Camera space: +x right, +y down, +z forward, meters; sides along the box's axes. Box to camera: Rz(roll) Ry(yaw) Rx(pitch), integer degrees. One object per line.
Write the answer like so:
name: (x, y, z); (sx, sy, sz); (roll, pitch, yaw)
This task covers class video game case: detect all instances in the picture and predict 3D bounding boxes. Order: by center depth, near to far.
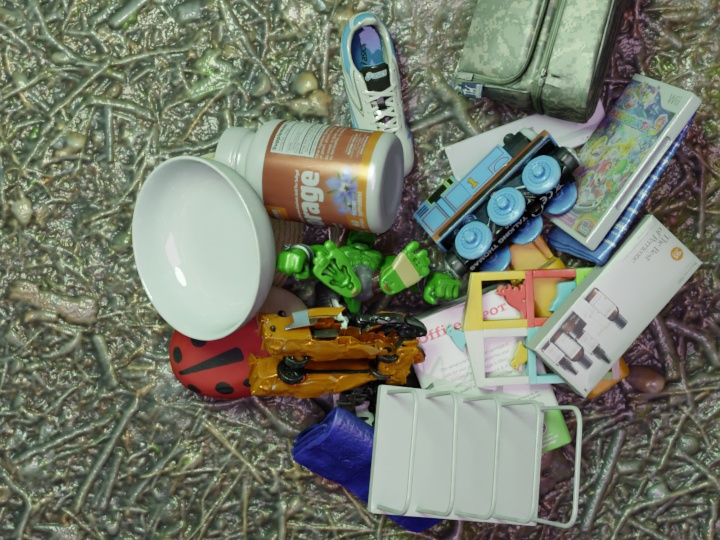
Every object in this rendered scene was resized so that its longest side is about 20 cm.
video game case: (0.293, -0.128, 1.253); (0.018, 0.143, 0.201); (32, 99, -21)

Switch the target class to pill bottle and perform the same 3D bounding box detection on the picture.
pill bottle: (-0.058, -0.108, 1.220); (0.198, 0.112, 0.114); (8, 94, 16)

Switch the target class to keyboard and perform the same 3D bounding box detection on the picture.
keyboard: (0.204, -0.158, 1.326); (0.198, 0.011, 0.057); (-20, 88, 1)

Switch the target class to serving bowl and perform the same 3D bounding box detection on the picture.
serving bowl: (-0.162, -0.028, 1.201); (0.199, 0.066, 0.203); (9, 105, 37)

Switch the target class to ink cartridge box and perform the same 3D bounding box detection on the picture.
ink cartridge box: (0.146, 0.132, 1.307); (0.144, 0.084, 0.202); (-21, 94, 1)

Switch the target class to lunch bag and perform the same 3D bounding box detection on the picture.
lunch bag: (0.209, -0.280, 1.260); (0.166, 0.139, 0.202); (17, 93, 15)

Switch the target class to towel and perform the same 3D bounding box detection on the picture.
towel: (0.298, -0.103, 1.262); (0.024, 0.145, 0.201); (31, 92, -16)
towel: (0.022, 0.240, 1.280); (0.199, 0.148, 0.050); (30, 60, -9)

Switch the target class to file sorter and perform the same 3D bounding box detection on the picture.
file sorter: (0.123, 0.202, 1.176); (0.198, 0.124, 0.140); (8, 80, -14)

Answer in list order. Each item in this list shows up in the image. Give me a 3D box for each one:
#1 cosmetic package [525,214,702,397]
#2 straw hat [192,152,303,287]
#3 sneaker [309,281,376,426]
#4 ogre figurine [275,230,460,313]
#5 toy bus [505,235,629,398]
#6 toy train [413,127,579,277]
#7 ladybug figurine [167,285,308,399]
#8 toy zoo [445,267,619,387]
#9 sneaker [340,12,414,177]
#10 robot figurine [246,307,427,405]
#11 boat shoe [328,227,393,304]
cosmetic package: (0.283, 0.039, 1.220); (0.082, 0.051, 0.200); (41, 89, -5)
straw hat: (-0.163, -0.041, 1.296); (0.199, 0.085, 0.204); (0, 94, 1)
sneaker: (-0.040, 0.114, 1.316); (0.090, 0.066, 0.202); (-14, 96, -1)
ogre figurine: (0.000, 0.000, 1.232); (0.198, 0.120, 0.099); (-12, 97, -11)
toy bus: (0.238, 0.050, 1.304); (0.065, 0.078, 0.201); (-32, 93, 2)
toy train: (0.161, -0.083, 1.272); (0.200, 0.087, 0.114); (-45, 54, 7)
ladybug figurine: (-0.149, 0.092, 1.290); (0.199, 0.072, 0.137); (-24, 101, 22)
toy zoo: (0.197, 0.065, 1.251); (0.198, 0.020, 0.133); (-2, 92, -3)
sneaker: (0.019, -0.205, 1.292); (0.071, 0.072, 0.202); (-14, 95, 0)
robot figurine: (-0.022, 0.091, 1.220); (0.198, 0.059, 0.146); (0, 135, -21)
boat shoe: (-0.007, -0.061, 1.315); (0.072, 0.063, 0.203); (-14, 100, -10)
